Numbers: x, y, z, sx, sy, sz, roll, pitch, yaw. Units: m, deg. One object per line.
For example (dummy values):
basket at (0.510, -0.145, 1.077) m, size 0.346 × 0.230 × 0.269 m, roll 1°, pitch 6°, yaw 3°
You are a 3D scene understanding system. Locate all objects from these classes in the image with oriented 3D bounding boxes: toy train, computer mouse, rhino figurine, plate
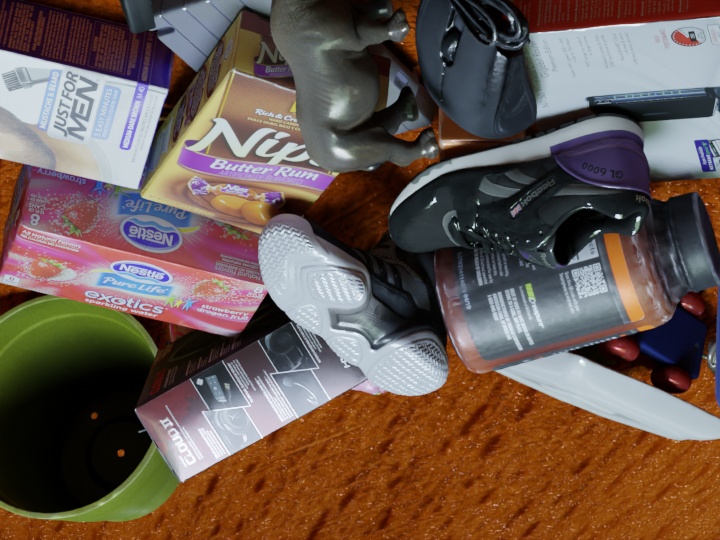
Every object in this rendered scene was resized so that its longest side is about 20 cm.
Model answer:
toy train at (0.236, 0.064, 1.933) m, size 0.115 × 0.085 × 0.200 m, roll -8°, pitch 151°, yaw 46°
computer mouse at (0.065, -0.146, 1.549) m, size 0.138 × 0.053 × 0.200 m, roll 45°, pitch 171°, yaw 27°
rhino figurine at (-0.015, -0.157, 1.526) m, size 0.087 × 0.060 × 0.201 m, roll -19°, pitch 109°, yaw -10°
plate at (0.187, 0.096, 1.942) m, size 0.200 × 0.032 × 0.199 m, roll 25°, pitch 176°, yaw -35°

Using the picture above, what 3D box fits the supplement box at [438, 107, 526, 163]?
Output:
supplement box at (0.093, -0.070, 1.730) m, size 0.068 × 0.067 × 0.200 m, roll 1°, pitch 152°, yaw 2°

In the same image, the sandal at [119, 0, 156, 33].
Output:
sandal at (-0.147, -0.229, 1.507) m, size 0.048 × 0.076 × 0.201 m, roll -18°, pitch 159°, yaw -6°

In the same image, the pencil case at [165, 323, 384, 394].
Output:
pencil case at (-0.068, 0.058, 1.972) m, size 0.199 × 0.088 × 0.088 m, roll 7°, pitch 151°, yaw -2°

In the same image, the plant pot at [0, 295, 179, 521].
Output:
plant pot at (-0.242, 0.143, 2.080) m, size 0.199 × 0.201 × 0.193 m, roll -1°, pitch 163°, yaw 13°

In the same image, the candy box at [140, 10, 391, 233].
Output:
candy box at (-0.071, -0.100, 1.656) m, size 0.116 × 0.057 × 0.200 m, roll 17°, pitch 148°, yaw -17°

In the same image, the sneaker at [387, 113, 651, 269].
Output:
sneaker at (0.109, -0.039, 1.625) m, size 0.199 × 0.088 × 0.076 m, roll -20°, pitch 147°, yaw 24°

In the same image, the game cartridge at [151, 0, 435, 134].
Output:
game cartridge at (-0.047, -0.152, 1.646) m, size 0.129 × 0.039 × 0.200 m, roll -16°, pitch 144°, yaw 29°

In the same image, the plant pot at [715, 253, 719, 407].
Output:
plant pot at (0.373, 0.030, 1.686) m, size 0.200 × 0.201 × 0.179 m, roll 12°, pitch 167°, yaw -44°

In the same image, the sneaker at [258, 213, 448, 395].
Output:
sneaker at (0.000, 0.000, 1.751) m, size 0.075 × 0.114 × 0.200 m, roll -21°, pitch 129°, yaw 34°

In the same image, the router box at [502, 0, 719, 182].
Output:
router box at (0.207, -0.134, 1.607) m, size 0.179 × 0.049 × 0.200 m, roll -4°, pitch 150°, yaw 18°

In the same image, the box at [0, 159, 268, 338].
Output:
box at (-0.168, -0.029, 1.764) m, size 0.199 × 0.096 × 0.100 m, roll 14°, pitch 150°, yaw -14°

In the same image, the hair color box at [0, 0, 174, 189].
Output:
hair color box at (-0.243, -0.135, 1.664) m, size 0.199 × 0.065 × 0.109 m, roll 13°, pitch 137°, yaw -9°

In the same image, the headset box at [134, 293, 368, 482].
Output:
headset box at (-0.089, 0.080, 1.859) m, size 0.199 × 0.149 × 0.077 m, roll -28°, pitch 103°, yaw 11°

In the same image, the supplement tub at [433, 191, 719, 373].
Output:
supplement tub at (0.161, 0.003, 1.690) m, size 0.199 × 0.107 × 0.107 m, roll -15°, pitch 146°, yaw 15°

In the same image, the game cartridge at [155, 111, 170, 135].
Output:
game cartridge at (-0.131, -0.060, 1.834) m, size 0.175 × 0.033 × 0.200 m, roll 9°, pitch 153°, yaw -4°
